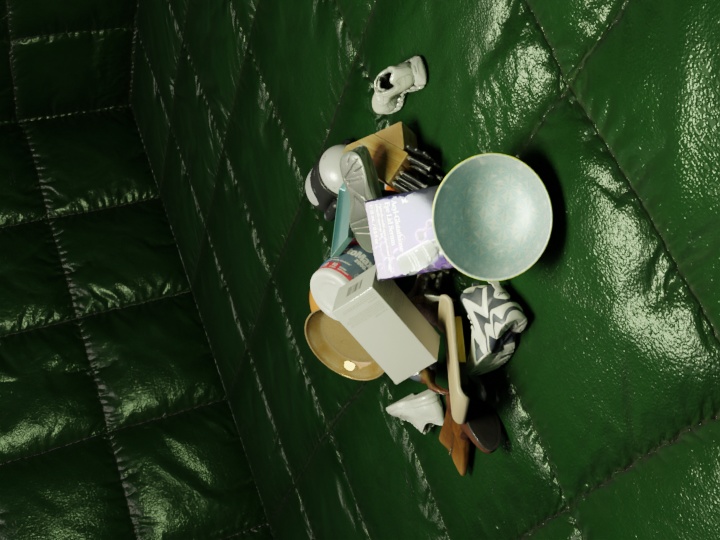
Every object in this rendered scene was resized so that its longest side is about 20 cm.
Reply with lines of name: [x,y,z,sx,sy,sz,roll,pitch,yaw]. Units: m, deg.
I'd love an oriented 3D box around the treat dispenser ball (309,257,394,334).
treat dispenser ball: [-0.016,0.059,1.964,0.201,0.197,0.205,41,138,52]

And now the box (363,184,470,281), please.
box: [0.122,-0.073,1.591,0.196,0.104,0.151,-11,91,24]

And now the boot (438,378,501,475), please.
boot: [0.210,0.341,1.769,0.189,0.067,0.203,53,147,43]

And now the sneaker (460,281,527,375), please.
sneaker: [0.225,0.092,1.606,0.201,0.078,0.131,102,152,-53]

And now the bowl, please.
bowl: [0.222,-0.092,1.453,0.108,0.196,0.205,-27,-72,-70]

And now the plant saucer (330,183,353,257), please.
plant saucer: [-0.029,-0.115,1.780,0.070,0.019,0.203,-49,26,41]

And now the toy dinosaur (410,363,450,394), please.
toy dinosaur: [0.120,0.219,1.852,0.202,0.103,0.182,65,-178,30]

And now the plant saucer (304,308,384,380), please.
plant saucer: [-0.024,0.146,1.871,0.197,0.036,0.203,17,134,19]

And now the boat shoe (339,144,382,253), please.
boat shoe: [0.014,-0.136,1.695,0.073,0.065,0.206,-6,109,33]

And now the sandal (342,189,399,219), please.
sandal: [0.019,-0.129,1.797,0.199,0.074,0.046,-36,54,54]

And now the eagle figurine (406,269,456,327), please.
eagle figurine: [0.119,0.053,1.755,0.151,0.150,0.202,34,126,17]

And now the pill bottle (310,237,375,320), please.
pill bottle: [0.000,0.000,1.792,0.118,0.200,0.121,24,136,25]

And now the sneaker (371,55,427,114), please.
sneaker: [0.057,-0.363,1.748,0.200,0.080,0.077,-33,74,66]

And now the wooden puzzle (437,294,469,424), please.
wooden puzzle: [0.178,0.168,1.651,0.186,0.036,0.204,82,180,-67]

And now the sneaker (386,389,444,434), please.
sneaker: [0.123,0.320,1.956,0.090,0.074,0.199,64,154,1]

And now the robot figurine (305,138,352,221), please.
robot figurine: [-0.053,-0.205,2.017,0.152,0.123,0.200,62,154,7]

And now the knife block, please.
knife block: [0.063,-0.188,1.728,0.197,0.064,0.179,-19,60,29]

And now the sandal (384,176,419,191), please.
sandal: [0.100,-0.134,1.772,0.079,0.058,0.210,-44,46,44]

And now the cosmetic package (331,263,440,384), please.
cosmetic package: [0.050,0.103,1.661,0.201,0.107,0.085,49,-152,-20]
